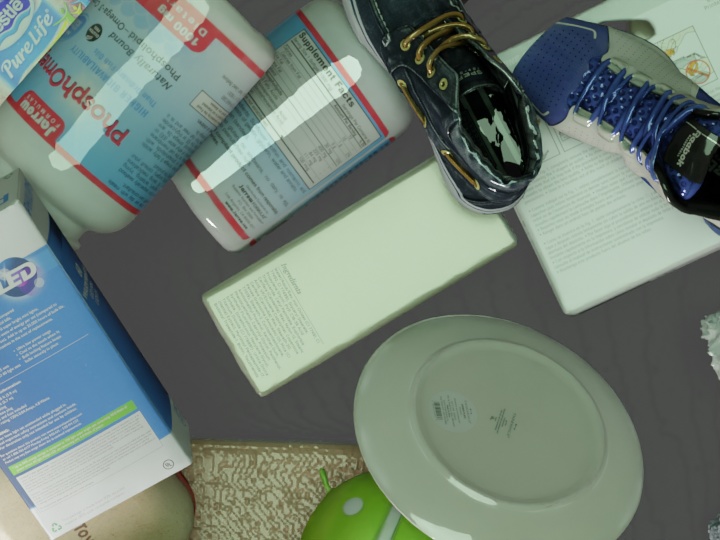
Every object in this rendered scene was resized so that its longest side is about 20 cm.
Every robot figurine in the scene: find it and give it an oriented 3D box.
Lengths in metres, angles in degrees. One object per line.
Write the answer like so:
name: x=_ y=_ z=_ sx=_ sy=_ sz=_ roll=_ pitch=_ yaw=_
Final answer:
robot figurine: x=0.047 y=0.206 z=1.470 sx=0.200 sy=0.116 sz=0.176 roll=24 pitch=77 yaw=3

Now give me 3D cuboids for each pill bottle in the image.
pill bottle: x=-0.156 y=-0.097 z=1.391 sx=0.109 sy=0.109 sz=0.200 roll=41 pitch=91 yaw=3
pill bottle: x=-0.036 y=-0.109 z=1.486 sx=0.200 sy=0.109 sz=0.109 roll=-36 pitch=87 yaw=1

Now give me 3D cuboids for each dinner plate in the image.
dinner plate: x=0.094 y=0.103 z=1.455 sx=0.200 sy=0.024 sz=0.200 roll=10 pitch=48 yaw=-11

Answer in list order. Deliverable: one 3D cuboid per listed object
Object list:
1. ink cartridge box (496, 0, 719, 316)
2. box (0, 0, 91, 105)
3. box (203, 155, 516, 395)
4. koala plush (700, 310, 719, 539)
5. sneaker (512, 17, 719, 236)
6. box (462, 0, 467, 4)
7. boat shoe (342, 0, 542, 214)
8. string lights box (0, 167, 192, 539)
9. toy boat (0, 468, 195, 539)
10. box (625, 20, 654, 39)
ink cartridge box: x=0.187 y=-0.089 z=1.443 sx=0.200 sy=0.044 sz=0.174 roll=-25 pitch=83 yaw=9
box: x=-0.212 y=-0.141 z=1.498 sx=0.095 sy=0.103 sz=0.200 roll=43 pitch=92 yaw=4
box: x=0.000 y=0.000 z=1.494 sx=0.200 sy=0.068 sz=0.082 roll=-30 pitch=87 yaw=1
koala plush: x=0.312 y=0.107 z=1.447 sx=0.177 sy=0.184 sz=0.200 roll=-7 pitch=76 yaw=2
sneaker: x=0.187 y=-0.089 z=1.363 sx=0.199 sy=0.115 sz=0.081 roll=35 pitch=94 yaw=9
box: x=0.094 y=-0.274 z=1.505 sx=0.200 sy=0.075 sz=0.100 roll=-44 pitch=88 yaw=-1
boat shoe: x=0.055 y=-0.133 z=1.394 sx=0.071 sy=0.091 sz=0.200 roll=-28 pitch=87 yaw=-12
string lights box: x=-0.194 y=0.052 z=1.342 sx=0.103 sy=0.059 sz=0.200 roll=-28 pitch=113 yaw=5
toy boat: x=-0.201 y=0.118 z=1.483 sx=0.130 sy=0.131 sz=0.200 roll=-29 pitch=129 yaw=4
box: x=0.219 y=-0.134 z=1.497 sx=0.082 sy=0.068 sz=0.200 roll=-2 pitch=89 yaw=4
